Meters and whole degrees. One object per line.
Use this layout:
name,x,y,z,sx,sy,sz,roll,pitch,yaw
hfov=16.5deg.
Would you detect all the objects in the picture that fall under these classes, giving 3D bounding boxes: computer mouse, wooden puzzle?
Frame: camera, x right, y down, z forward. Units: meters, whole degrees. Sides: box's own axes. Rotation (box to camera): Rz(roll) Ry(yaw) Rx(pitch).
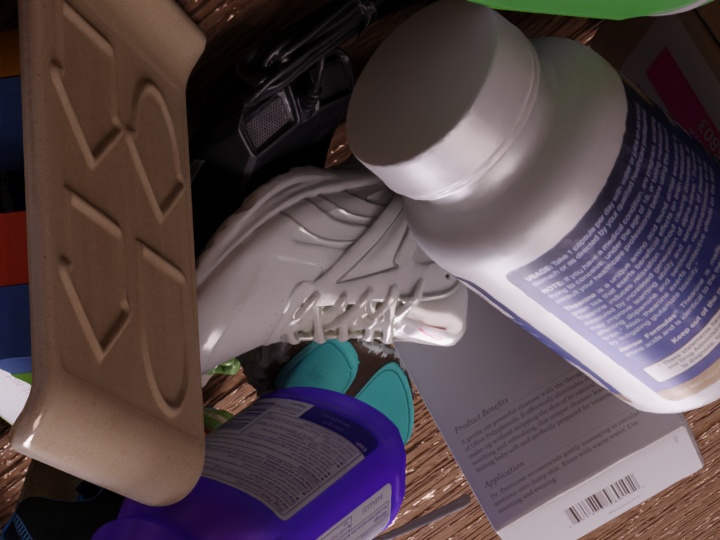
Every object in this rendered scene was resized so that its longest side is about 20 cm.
computer mouse,-0.022,-0.083,1.091,0.140,0.046,0.200,-38,167,-26
wooden puzzle,-0.104,-0.019,0.952,0.046,0.201,0.185,-2,167,13

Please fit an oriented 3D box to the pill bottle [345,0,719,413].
pill bottle,0.089,-0.030,1.061,0.111,0.111,0.200,-37,129,22

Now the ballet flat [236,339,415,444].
ballet flat,-0.022,0.045,1.213,0.072,0.072,0.200,-28,155,1

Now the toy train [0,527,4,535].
toy train,-0.261,0.206,1.377,0.199,0.087,0.114,-24,151,-9

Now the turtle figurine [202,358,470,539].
turtle figurine,-0.053,0.107,1.296,0.199,0.194,0.144,0,117,9

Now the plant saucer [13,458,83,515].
plant saucer,-0.158,0.142,1.230,0.035,0.201,0.200,17,146,-4

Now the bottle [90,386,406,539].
bottle,-0.059,0.114,1.050,0.200,0.083,0.066,-34,131,-52

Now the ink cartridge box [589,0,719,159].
ink cartridge box,0.228,-0.064,1.191,0.164,0.200,0.075,-9,150,-35

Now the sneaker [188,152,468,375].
sneaker,0.000,0.000,1.094,0.200,0.099,0.078,-34,166,-34

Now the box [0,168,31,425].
box,-0.144,-0.003,1.011,0.048,0.122,0.200,-17,158,7

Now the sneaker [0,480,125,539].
sneaker,-0.084,0.112,1.154,0.073,0.082,0.200,-54,164,26

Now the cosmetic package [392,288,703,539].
cosmetic package,0.071,0.027,1.210,0.107,0.200,0.085,-29,157,4

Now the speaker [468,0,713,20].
speaker,0.075,-0.148,0.997,0.200,0.089,0.088,-2,146,-46
